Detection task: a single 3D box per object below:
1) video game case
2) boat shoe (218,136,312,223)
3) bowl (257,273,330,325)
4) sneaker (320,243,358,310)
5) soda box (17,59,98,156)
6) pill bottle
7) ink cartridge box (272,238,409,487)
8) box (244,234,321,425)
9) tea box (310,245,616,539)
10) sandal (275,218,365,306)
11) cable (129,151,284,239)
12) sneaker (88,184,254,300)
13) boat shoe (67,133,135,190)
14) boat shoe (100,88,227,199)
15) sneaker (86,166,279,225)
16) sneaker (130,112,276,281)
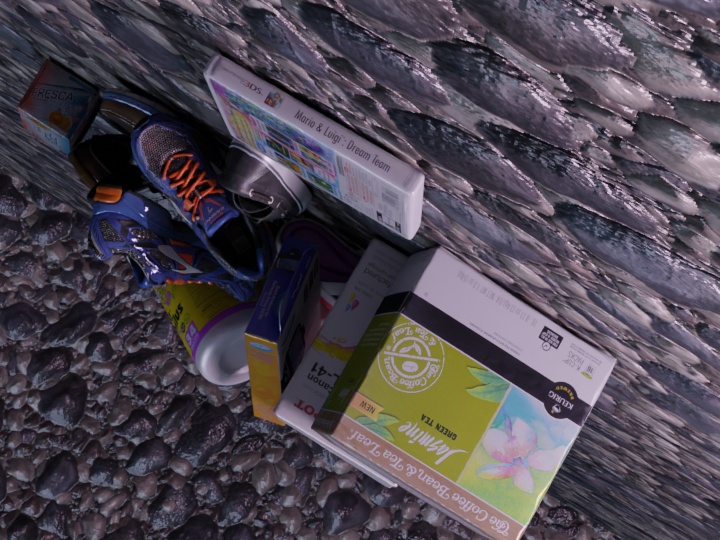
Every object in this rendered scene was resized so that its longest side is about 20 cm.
[{"bbox_3d":[-0.032,-0.092,1.238,0.181,0.024,0.200,31,174,5],"label":"video game case"},{"bbox_3d":[-0.094,-0.077,1.465,0.068,0.057,0.200,29,173,12],"label":"boat shoe"},{"bbox_3d":[-0.046,0.040,1.806,0.198,0.091,0.201,15,-162,-5],"label":"bowl"},{"bbox_3d":[0.014,0.041,1.712,0.199,0.087,0.074,30,174,4],"label":"sneaker"},{"bbox_3d":[-0.336,-0.178,1.764,0.068,0.064,0.200,32,174,-8],"label":"soda box"},{"bbox_3d":[-0.167,0.022,1.733,0.104,0.104,0.201,40,-167,-53],"label":"pill bottle"},{"bbox_3d":[0.024,0.092,1.555,0.146,0.202,0.086,30,172,3],"label":"ink cartridge box"},{"bbox_3d":[-0.076,0.057,1.589,0.041,0.120,0.201,15,149,11],"label":"box"},{"bbox_3d":[0.091,0.115,1.444,0.199,0.198,0.134,31,173,-7],"label":"tea box"},{"bbox_3d":[-0.004,0.005,1.633,0.201,0.083,0.050,29,147,14],"label":"sandal"},{"bbox_3d":[-0.173,-0.083,1.793,0.198,0.051,0.163,31,173,-2],"label":"cable"},{"bbox_3d":[-0.195,-0.014,1.599,0.199,0.079,0.075,28,173,-27],"label":"sneaker"},{"bbox_3d":[-0.289,-0.128,1.812,0.071,0.070,0.200,52,180,-12],"label":"boat shoe"},{"bbox_3d":[-0.181,-0.106,1.568,0.199,0.073,0.072,34,172,-21],"label":"boat shoe"},{"bbox_3d":[-0.191,-0.064,1.682,0.198,0.060,0.105,-11,123,28],"label":"sneaker"},{"bbox_3d":[-0.144,-0.069,1.514,0.200,0.075,0.078,48,-177,-19],"label":"sneaker"}]
